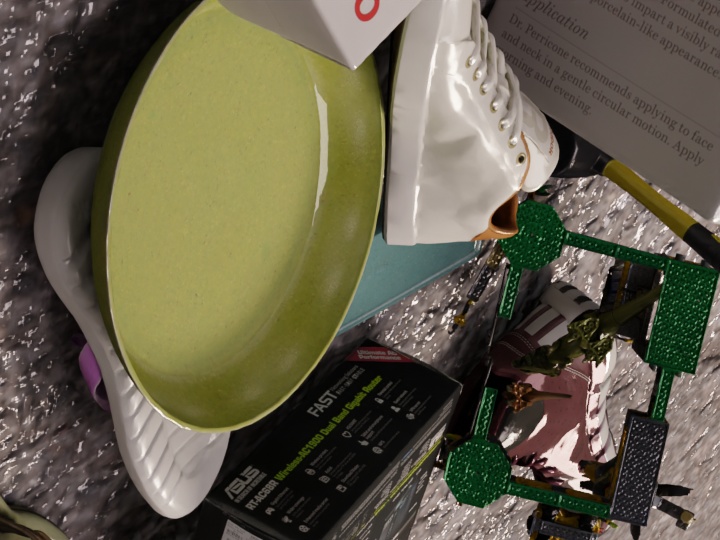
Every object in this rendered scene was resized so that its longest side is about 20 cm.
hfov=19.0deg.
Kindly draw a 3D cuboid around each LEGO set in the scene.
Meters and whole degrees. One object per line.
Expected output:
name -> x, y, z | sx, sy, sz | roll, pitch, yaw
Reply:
LEGO set -> 0.122, 0.054, 1.207 | 0.116, 0.152, 0.202 | -34, 130, -86

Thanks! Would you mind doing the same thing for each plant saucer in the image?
plant saucer -> -0.055, -0.032, 0.920 | 0.199, 0.031, 0.202 | -27, 123, -51
plant saucer -> 0.000, 0.000, 1.096 | 0.199, 0.019, 0.070 | -29, 142, -39

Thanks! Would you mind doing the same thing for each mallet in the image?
mallet -> 0.176, -0.026, 1.145 | 0.066, 0.200, 0.041 | -18, 142, -55

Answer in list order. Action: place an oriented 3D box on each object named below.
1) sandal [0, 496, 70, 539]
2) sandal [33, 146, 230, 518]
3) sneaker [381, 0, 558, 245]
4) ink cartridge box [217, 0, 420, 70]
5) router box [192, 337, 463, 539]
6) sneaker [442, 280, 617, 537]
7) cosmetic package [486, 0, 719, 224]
sandal -> -0.168, 0.136, 0.948 | 0.080, 0.057, 0.201 | -48, 150, -11
sandal -> -0.102, 0.023, 0.944 | 0.083, 0.049, 0.204 | -52, 143, -36
sneaker -> 0.053, -0.085, 1.001 | 0.201, 0.084, 0.073 | 91, 3, -56
ink cartridge box -> 0.011, -0.199, 0.811 | 0.200, 0.083, 0.147 | -47, 137, -14
router box -> -0.028, 0.144, 1.106 | 0.200, 0.062, 0.151 | -41, 152, -57
sneaker -> 0.096, 0.108, 1.307 | 0.115, 0.075, 0.201 | -31, 133, -27
cosmetic package -> 0.192, -0.149, 1.073 | 0.164, 0.164, 0.201 | -1, 123, -56
